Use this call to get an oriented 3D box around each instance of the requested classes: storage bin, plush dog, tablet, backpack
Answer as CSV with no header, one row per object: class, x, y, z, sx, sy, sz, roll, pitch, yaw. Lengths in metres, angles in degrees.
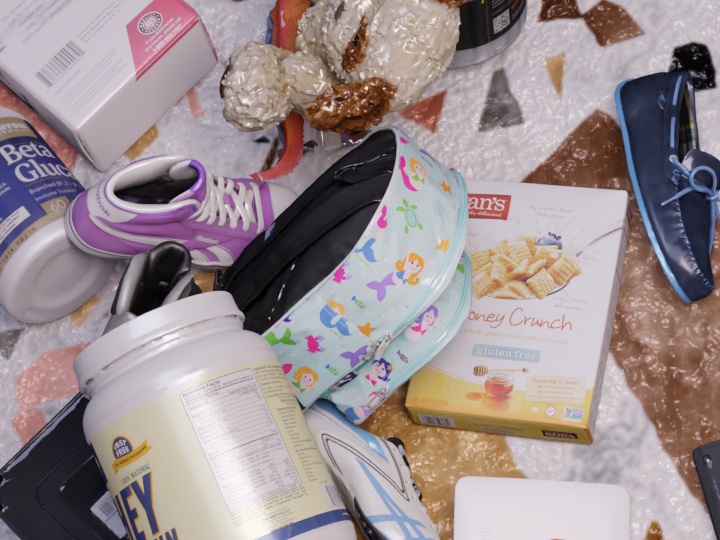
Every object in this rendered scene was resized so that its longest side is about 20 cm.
storage bin,-0.163,0.195,1.686,0.135,0.094,0.200,-45,64,-10
plush dog,0.010,-0.166,1.690,0.201,0.160,0.172,-61,23,-7
tablet,0.130,0.247,1.609,0.129,0.014,0.201,4,70,-4
backpack,0.000,0.000,1.667,0.200,0.150,0.178,-50,17,25

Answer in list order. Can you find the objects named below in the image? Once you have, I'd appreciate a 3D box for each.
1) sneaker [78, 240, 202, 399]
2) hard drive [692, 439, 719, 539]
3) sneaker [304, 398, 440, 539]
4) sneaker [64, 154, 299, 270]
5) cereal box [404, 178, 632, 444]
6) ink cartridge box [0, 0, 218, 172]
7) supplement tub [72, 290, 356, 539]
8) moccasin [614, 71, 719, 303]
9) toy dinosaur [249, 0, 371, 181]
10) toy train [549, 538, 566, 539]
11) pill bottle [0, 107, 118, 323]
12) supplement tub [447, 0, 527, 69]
sneaker,-0.144,0.021,1.708,0.075,0.116,0.200,22,26,1
hard drive,0.329,0.202,1.601,0.139,0.033,0.201,-16,62,5
sneaker,0.022,0.169,1.671,0.072,0.072,0.200,-34,65,-14
sneaker,-0.117,-0.049,1.743,0.200,0.114,0.073,-5,73,-30
cereal box,0.123,0.028,1.731,0.143,0.040,0.201,5,66,16
ink cartridge box,-0.241,-0.202,1.904,0.146,0.085,0.200,-44,65,-10
supplement tub,-0.104,0.130,1.552,0.144,0.145,0.201,-25,79,0
moccasin,0.245,-0.074,1.727,0.068,0.080,0.201,-20,62,16
toy dinosaur,-0.038,-0.186,1.810,0.104,0.200,0.182,-9,104,13
toy train,0.165,0.280,1.563,0.150,0.056,0.200,-33,76,-16
pill bottle,-0.291,-0.061,1.830,0.111,0.111,0.200,-38,63,-7
supplement tub,0.069,-0.266,1.788,0.122,0.200,0.123,-3,53,4
